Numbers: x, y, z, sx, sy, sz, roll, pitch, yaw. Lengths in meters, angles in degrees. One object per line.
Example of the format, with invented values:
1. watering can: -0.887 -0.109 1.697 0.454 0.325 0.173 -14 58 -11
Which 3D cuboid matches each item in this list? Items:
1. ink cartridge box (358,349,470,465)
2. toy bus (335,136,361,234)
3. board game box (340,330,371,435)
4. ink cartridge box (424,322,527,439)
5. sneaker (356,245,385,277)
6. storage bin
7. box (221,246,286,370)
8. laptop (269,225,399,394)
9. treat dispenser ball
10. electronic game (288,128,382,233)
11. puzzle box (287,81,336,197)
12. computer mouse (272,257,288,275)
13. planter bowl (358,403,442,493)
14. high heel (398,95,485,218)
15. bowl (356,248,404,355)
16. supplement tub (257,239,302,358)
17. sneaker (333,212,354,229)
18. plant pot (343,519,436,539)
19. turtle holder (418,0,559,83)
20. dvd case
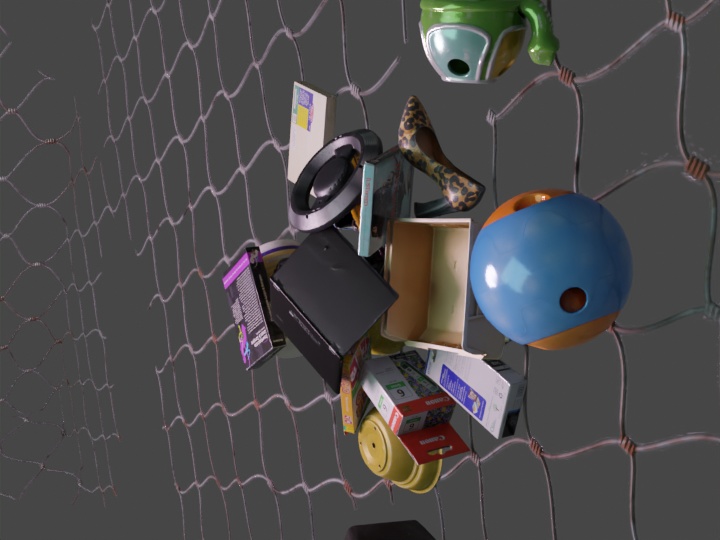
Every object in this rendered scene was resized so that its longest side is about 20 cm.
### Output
1. ink cartridge box: 0.091 0.220 1.631 0.200 0.109 0.051 52 139 40
2. toy bus: 0.004 -0.147 1.674 0.065 0.078 0.200 81 172 -45
3. board game box: -0.007 0.194 1.723 0.030 0.096 0.201 15 136 15
4. ink cartridge box: 0.175 0.165 1.545 0.200 0.039 0.100 40 129 47
5. sneaker: 0.000 0.000 1.662 0.081 0.199 0.075 66 -171 31
6. storage bin: 0.128 0.024 1.497 0.200 0.093 0.200 5 91 55
7. box: -0.204 0.073 1.886 0.143 0.036 0.201 -39 62 56
8. laptop: -0.048 0.061 1.610 0.187 0.116 0.200 47 155 24
9. treat dispenser ball: 0.237 -0.001 1.240 0.201 0.200 0.202 21 115 56
10. electronic game: -0.042 -0.146 1.608 0.200 0.042 0.201 -33 36 28
11. puzzle box: -0.094 -0.253 1.916 0.133 0.025 0.201 37 127 51
12. computer mouse: -0.100 0.061 1.849 0.046 0.140 0.201 108 163 -75
13. planter bowl: 0.053 0.299 1.742 0.200 0.083 0.202 21 114 57
14. high heel: 0.130 -0.184 1.525 0.142 0.071 0.201 -13 84 49
15. bowl: -0.004 0.058 1.756 0.200 0.107 0.201 21 115 56
16. supplement tub: -0.143 0.056 1.956 0.146 0.145 0.201 -56 50 49
17. sneaker: -0.022 -0.116 1.763 0.200 0.089 0.079 20 113 57
18. plant pot: 0.049 0.547 1.716 0.178 0.199 0.200 -115 33 -46
19. turtle holder: 0.172 -0.325 1.360 0.141 0.184 0.132 -87 -1 -75
20. dvd case: 0.044 -0.119 1.572 0.022 0.200 0.147 10 110 18
